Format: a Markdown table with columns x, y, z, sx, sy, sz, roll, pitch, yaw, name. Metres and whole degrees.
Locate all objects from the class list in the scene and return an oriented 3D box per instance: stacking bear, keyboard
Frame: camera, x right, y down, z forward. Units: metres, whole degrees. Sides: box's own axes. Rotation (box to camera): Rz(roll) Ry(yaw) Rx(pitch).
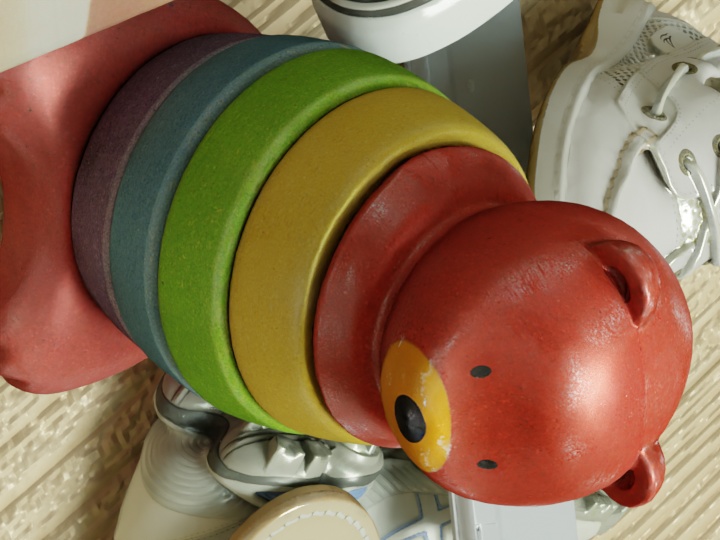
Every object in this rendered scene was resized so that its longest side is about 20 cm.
| x | y | z | sx | sy | sz | roll | pitch | yaw | name |
| --- | --- | --- | --- | --- | --- | --- | --- | --- | --- |
| 0.000 | 0.000 | 0.724 | 0.114 | 0.200 | 0.122 | -21 | 123 | -38 | stacking bear |
| 0.040 | -0.001 | 0.848 | 0.056 | 0.011 | 0.201 | 1 | 82 | -52 | keyboard |

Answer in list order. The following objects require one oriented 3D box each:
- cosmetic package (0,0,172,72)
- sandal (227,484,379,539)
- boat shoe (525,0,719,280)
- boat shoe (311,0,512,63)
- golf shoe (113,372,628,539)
| x | y | z | sx | sy | sz | roll | pitch | yaw | name |
| --- | --- | --- | --- | --- | --- | --- | --- | --- | --- |
| -0.064 | -0.126 | 0.681 | 0.200 | 0.087 | 0.104 | -29 | 127 | -34 | cosmetic package |
| -0.029 | 0.166 | 0.826 | 0.077 | 0.070 | 0.212 | -2 | 129 | -39 | sandal |
| 0.090 | -0.030 | 0.834 | 0.200 | 0.069 | 0.071 | -64 | 163 | -57 | boat shoe |
| 0.041 | -0.152 | 0.794 | 0.200 | 0.071 | 0.064 | -58 | 145 | -20 | boat shoe |
| -0.001 | 0.078 | 0.877 | 0.200 | 0.078 | 0.097 | 10 | 119 | -42 | golf shoe |
